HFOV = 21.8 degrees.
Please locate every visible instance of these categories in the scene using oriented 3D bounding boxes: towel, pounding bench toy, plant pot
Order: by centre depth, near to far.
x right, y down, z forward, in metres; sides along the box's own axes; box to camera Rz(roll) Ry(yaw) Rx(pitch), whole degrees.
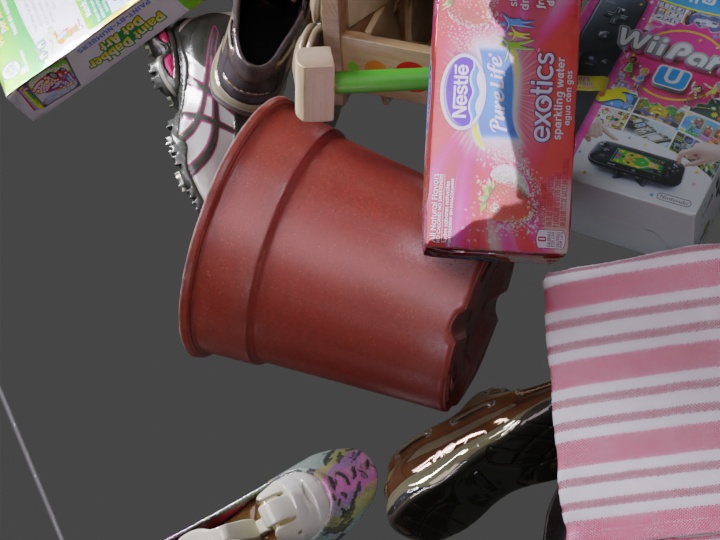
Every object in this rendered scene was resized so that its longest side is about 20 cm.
[{"bbox_3d":[0.199,0.088,1.246,0.145,0.030,0.202,-9,78,21],"label":"towel"},{"bbox_3d":[0.054,-0.166,1.341,0.155,0.125,0.201,13,48,15],"label":"pounding bench toy"},{"bbox_3d":[0.000,0.000,1.344,0.194,0.201,0.202,20,84,14],"label":"plant pot"}]

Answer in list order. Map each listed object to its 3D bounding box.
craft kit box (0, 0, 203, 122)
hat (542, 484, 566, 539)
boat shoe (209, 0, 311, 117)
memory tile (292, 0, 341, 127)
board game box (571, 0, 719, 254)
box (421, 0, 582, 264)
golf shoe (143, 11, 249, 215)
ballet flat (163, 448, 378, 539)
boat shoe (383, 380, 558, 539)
[{"bbox_3d":[-0.224,-0.248,1.519,0.197,0.049,0.201,-32,51,7],"label":"craft kit box"},{"bbox_3d":[0.204,0.204,1.277,0.199,0.081,0.202,-4,76,17],"label":"hat"},{"bbox_3d":[-0.064,-0.215,1.449,0.074,0.073,0.201,14,63,-13],"label":"boat shoe"},{"bbox_3d":[-0.013,-0.214,1.413,0.017,0.153,0.201,13,80,11],"label":"memory tile"},{"bbox_3d":[0.205,-0.114,1.323,0.147,0.064,0.201,19,58,21],"label":"board game box"},{"bbox_3d":[0.091,-0.108,1.215,0.095,0.100,0.202,3,88,1],"label":"box"},{"bbox_3d":[-0.108,-0.114,1.464,0.087,0.077,0.201,-17,73,6],"label":"golf shoe"},{"bbox_3d":[-0.079,0.193,1.381,0.199,0.071,0.069,-29,69,10],"label":"ballet flat"},{"bbox_3d":[0.099,0.116,1.336,0.199,0.076,0.074,-29,42,12],"label":"boat shoe"}]
